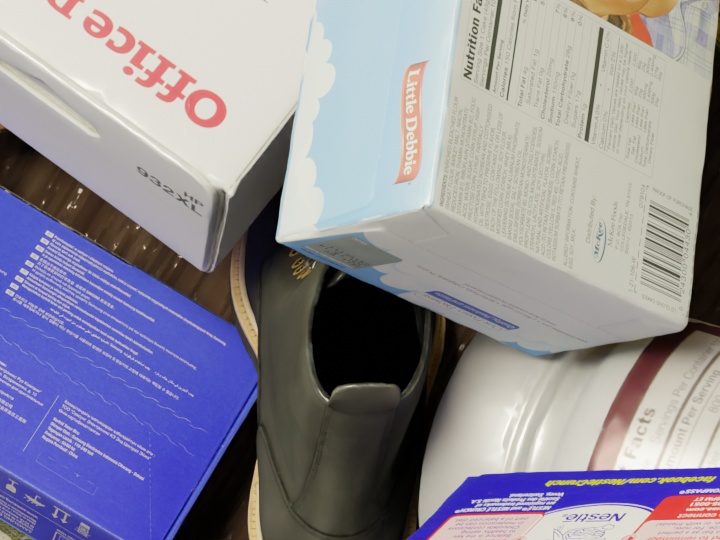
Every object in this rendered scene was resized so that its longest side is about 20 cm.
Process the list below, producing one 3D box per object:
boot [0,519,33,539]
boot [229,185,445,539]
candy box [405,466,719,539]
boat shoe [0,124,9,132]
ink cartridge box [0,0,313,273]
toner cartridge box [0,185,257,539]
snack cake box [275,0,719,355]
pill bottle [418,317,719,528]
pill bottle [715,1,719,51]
[{"bbox_3d":[-0.156,0.066,1.030,0.154,0.072,0.201,31,88,27],"label":"boot"},{"bbox_3d":[0.000,0.000,0.924,0.077,0.139,0.201,-1,54,-8],"label":"boot"},{"bbox_3d":[0.108,0.162,0.802,0.168,0.077,0.201,-5,110,35],"label":"candy box"},{"bbox_3d":[-0.085,-0.101,1.055,0.199,0.072,0.072,-25,80,8],"label":"boat shoe"},{"bbox_3d":[-0.047,-0.124,0.936,0.145,0.084,0.200,35,70,6],"label":"ink cartridge box"},{"bbox_3d":[-0.138,0.022,0.984,0.199,0.043,0.095,31,59,1],"label":"toner cartridge box"},{"bbox_3d":[0.049,-0.088,0.844,0.067,0.115,0.201,-12,63,46],"label":"snack cake box"},{"bbox_3d":[0.126,0.081,0.875,0.199,0.114,0.115,18,80,28],"label":"pill bottle"},{"bbox_3d":[0.203,-0.096,0.902,0.199,0.113,0.113,26,84,28],"label":"pill bottle"}]
